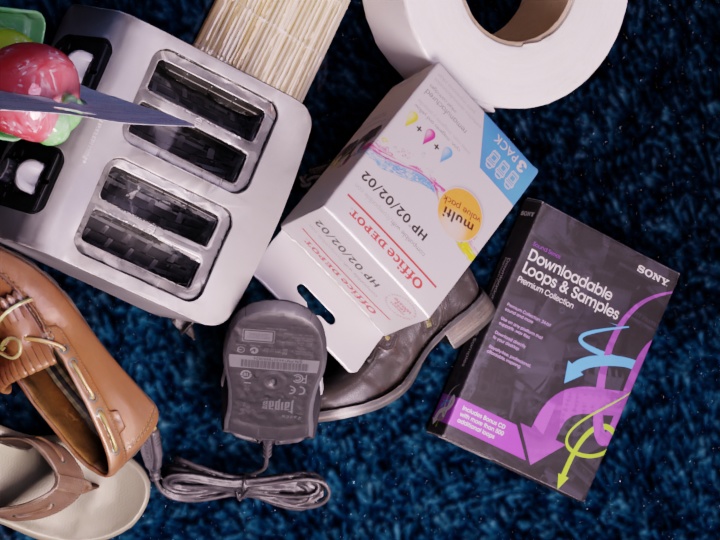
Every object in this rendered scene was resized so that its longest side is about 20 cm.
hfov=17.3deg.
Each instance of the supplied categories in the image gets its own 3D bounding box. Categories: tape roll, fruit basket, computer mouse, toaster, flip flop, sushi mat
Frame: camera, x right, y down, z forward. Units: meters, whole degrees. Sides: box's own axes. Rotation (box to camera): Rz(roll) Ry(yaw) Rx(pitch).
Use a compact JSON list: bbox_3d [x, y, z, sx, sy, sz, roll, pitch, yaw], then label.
[{"bbox_3d":[0.101,-0.221,1.779,0.202,0.071,0.203,-4,98,-29],"label":"tape roll"},{"bbox_3d":[-0.236,-0.113,1.499,0.185,0.200,0.094,1,110,-48],"label":"fruit basket"},{"bbox_3d":[-0.092,0.088,1.696,0.140,0.046,0.201,1,129,2],"label":"computer mouse"},{"bbox_3d":[-0.146,-0.066,1.662,0.200,0.119,0.181,26,85,-24],"label":"toaster"},{"bbox_3d":[-0.241,0.143,1.672,0.199,0.058,0.081,24,85,-24],"label":"flip flop"},{"bbox_3d":[-0.048,-0.217,1.749,0.095,0.012,0.201,28,83,-25],"label":"sushi mat"}]

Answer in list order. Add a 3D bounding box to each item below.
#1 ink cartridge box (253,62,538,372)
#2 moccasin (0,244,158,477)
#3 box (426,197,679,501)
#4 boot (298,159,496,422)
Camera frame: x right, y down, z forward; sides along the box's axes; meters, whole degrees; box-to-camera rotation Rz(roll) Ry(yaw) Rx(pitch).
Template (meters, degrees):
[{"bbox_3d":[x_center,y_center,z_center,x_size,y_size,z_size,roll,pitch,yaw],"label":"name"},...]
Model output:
[{"bbox_3d":[0.026,-0.037,1.703,0.115,0.068,0.200,45,60,-14],"label":"ink cartridge box"},{"bbox_3d":[-0.230,0.060,1.650,0.202,0.074,0.078,53,44,-15],"label":"moccasin"},{"bbox_3d":[0.153,0.063,1.856,0.143,0.036,0.201,25,83,-24],"label":"box"},{"bbox_3d":[0.000,0.000,1.768,0.200,0.069,0.175,-37,108,-28],"label":"boot"}]
